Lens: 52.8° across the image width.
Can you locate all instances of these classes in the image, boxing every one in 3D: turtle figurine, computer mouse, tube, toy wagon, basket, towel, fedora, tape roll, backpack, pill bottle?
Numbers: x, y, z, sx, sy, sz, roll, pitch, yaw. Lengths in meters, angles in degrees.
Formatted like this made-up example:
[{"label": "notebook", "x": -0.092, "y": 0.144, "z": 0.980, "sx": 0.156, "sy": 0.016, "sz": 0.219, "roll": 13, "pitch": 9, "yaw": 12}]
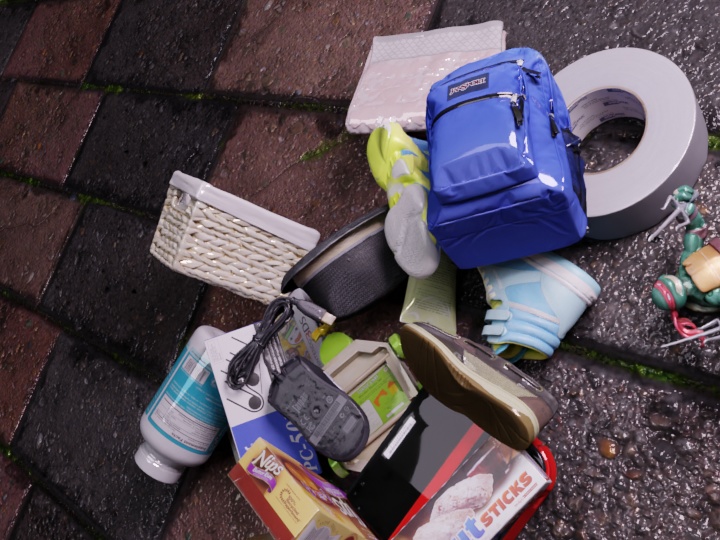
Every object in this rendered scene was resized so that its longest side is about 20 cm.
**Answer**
[{"label": "turtle figurine", "x": 0.340, "y": -0.011, "z": 0.676, "sx": 0.198, "sy": 0.101, "sz": 0.152, "roll": -29, "pitch": 68, "yaw": 6}, {"label": "computer mouse", "x": -0.053, "y": 0.123, "z": 0.867, "sx": 0.198, "sy": 0.046, "sz": 0.142, "roll": 31, "pitch": 89, "yaw": 20}, {"label": "tube", "x": 0.092, "y": -0.023, "z": 0.902, "sx": 0.057, "sy": 0.052, "sz": 0.204, "roll": -2, "pitch": 67, "yaw": 20}, {"label": "toy wagon", "x": 0.003, "y": 0.147, "z": 0.892, "sx": 0.155, "sy": 0.039, "sz": 0.201, "roll": -40, "pitch": 58, "yaw": 10}, {"label": "basket", "x": -0.181, "y": -0.040, "z": 1.024, "sx": 0.135, "sy": 0.198, "sz": 0.125, "roll": 24, "pitch": 91, "yaw": 56}, {"label": "towel", "x": 0.091, "y": -0.254, "z": 0.958, "sx": 0.196, "sy": 0.032, "sz": 0.194, "roll": -1, "pitch": 53, "yaw": 19}, {"label": "fedora", "x": 0.000, "y": 0.000, "z": 0.915, "sx": 0.199, "sy": 0.200, "sz": 0.092, "roll": -37, "pitch": 83, "yaw": 19}, {"label": "tape roll", "x": 0.275, "y": -0.141, "z": 0.807, "sx": 0.197, "sy": 0.066, "sz": 0.204, "roll": -16, "pitch": 62, "yaw": 33}, {"label": "backpack", "x": 0.145, "y": -0.134, "z": 0.752, "sx": 0.159, "sy": 0.168, "sz": 0.203, "roll": -10, "pitch": 56, "yaw": 22}, {"label": "pill bottle", "x": -0.227, "y": 0.186, "z": 0.994, "sx": 0.110, "sy": 0.110, "sz": 0.202, "roll": 35, "pitch": 92, "yaw": 42}]

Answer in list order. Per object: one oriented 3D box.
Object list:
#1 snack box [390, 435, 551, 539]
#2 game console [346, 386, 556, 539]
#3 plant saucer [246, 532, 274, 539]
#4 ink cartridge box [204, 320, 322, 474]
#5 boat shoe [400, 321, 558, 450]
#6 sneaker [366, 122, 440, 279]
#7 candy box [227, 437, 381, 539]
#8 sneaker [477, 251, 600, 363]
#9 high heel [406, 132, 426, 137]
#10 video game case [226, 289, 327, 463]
[{"label": "snack box", "x": 0.101, "y": 0.258, "z": 0.744, "sx": 0.201, "sy": 0.024, "sz": 0.072, "roll": -49, "pitch": 59, "yaw": 8}, {"label": "game console", "x": 0.096, "y": 0.231, "z": 0.789, "sx": 0.176, "sy": 0.031, "sz": 0.201, "roll": 39, "pitch": 96, "yaw": 34}, {"label": "plant saucer", "x": -0.037, "y": 0.338, "z": 0.757, "sx": 0.036, "sy": 0.201, "sz": 0.199, "roll": -47, "pitch": 47, "yaw": -11}, {"label": "ink cartridge box", "x": -0.123, "y": 0.170, "z": 0.914, "sx": 0.092, "sy": 0.044, "sz": 0.204, "roll": -17, "pitch": 84, "yaw": -10}, {"label": "boat shoe", "x": 0.120, "y": 0.112, "z": 0.765, "sx": 0.064, "sy": 0.074, "sz": 0.199, "roll": -24, "pitch": 41, "yaw": -28}, {"label": "sneaker", "x": 0.077, "y": -0.083, "z": 0.842, "sx": 0.076, "sy": 0.103, "sz": 0.204, "roll": -40, "pitch": 55, "yaw": 46}, {"label": "candy box", "x": -0.045, "y": 0.268, "z": 0.783, "sx": 0.057, "sy": 0.200, "sz": 0.116, "roll": -48, "pitch": 47, "yaw": -5}, {"label": "sneaker", "x": 0.154, "y": 0.026, "z": 0.819, "sx": 0.199, "sy": 0.079, "sz": 0.132, "roll": 32, "pitch": 90, "yaw": 43}, {"label": "high heel", "x": 0.088, "y": -0.188, "z": 0.970, "sx": 0.197, "sy": 0.067, "sz": 0.098, "roll": -4, "pitch": 57, "yaw": 33}, {"label": "video game case", "x": -0.121, "y": 0.153, "z": 1.015, "sx": 0.199, "sy": 0.023, "sz": 0.183, "roll": -42, "pitch": 50, "yaw": 16}]
